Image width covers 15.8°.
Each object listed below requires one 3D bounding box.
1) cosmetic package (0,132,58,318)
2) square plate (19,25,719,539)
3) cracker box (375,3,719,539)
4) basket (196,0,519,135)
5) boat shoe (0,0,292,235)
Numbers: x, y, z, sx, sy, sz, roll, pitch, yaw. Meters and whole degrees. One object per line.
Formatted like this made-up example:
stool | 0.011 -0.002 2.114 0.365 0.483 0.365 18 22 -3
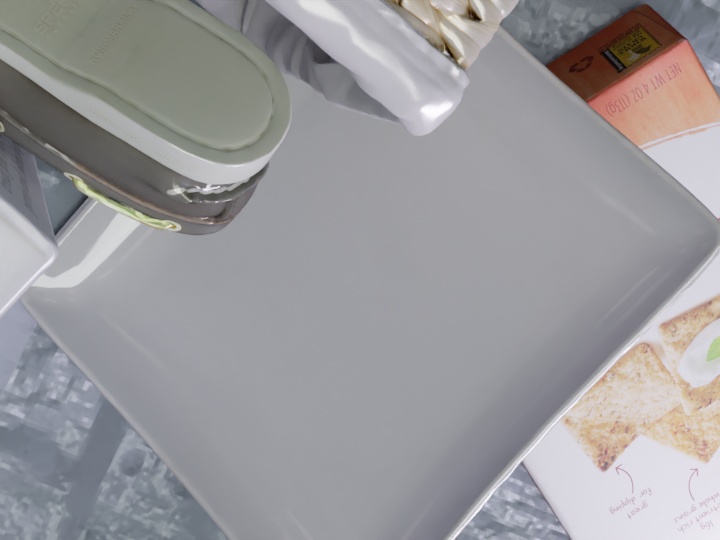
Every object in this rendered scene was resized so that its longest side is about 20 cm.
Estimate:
cosmetic package | -0.228 -0.012 0.849 0.200 0.165 0.165 -45 113 7
square plate | 0.000 0.000 0.915 0.198 0.200 0.028 -48 154 7
cracker box | 0.106 0.019 0.990 0.134 0.058 0.200 -33 113 2
basket | -0.031 -0.172 0.813 0.200 0.198 0.161 38 88 -20
boat shoe | -0.115 -0.083 0.841 0.201 0.072 0.060 36 145 5
